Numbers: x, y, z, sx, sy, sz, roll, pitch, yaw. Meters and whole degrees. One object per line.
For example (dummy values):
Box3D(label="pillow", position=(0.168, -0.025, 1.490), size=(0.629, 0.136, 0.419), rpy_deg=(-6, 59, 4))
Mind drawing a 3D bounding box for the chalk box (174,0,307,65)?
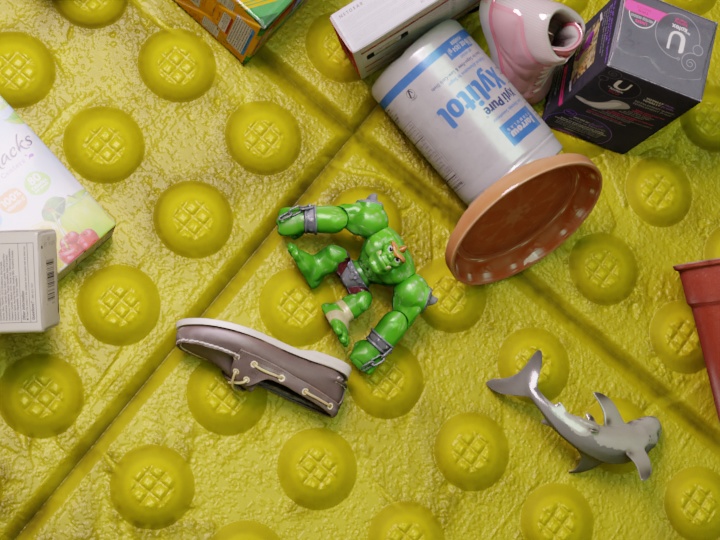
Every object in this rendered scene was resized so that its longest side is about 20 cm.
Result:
Box3D(label="chalk box", position=(-0.101, -0.358, 1.597), size=(0.124, 0.125, 0.200), rpy_deg=(43, 72, -2))

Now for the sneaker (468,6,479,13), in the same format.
Box3D(label="sneaker", position=(0.075, -0.375, 1.677), size=(0.200, 0.080, 0.086), rpy_deg=(25, 83, -3))

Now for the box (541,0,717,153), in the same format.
Box3D(label="box", position=(0.309, -0.229, 1.638), size=(0.122, 0.200, 0.106), rpy_deg=(19, 74, -11))

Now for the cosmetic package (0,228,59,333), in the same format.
Box3D(label="cosmetic package", position=(-0.410, 0.012, 1.415), size=(0.200, 0.071, 0.105), rpy_deg=(0, 94, 3))

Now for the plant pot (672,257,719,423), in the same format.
Box3D(label="plant pot", position=(0.476, 0.075, 1.629), size=(0.200, 0.201, 0.196), rpy_deg=(-7, 88, -17))

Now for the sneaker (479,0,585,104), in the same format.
Box3D(label="sneaker", position=(0.209, -0.246, 1.612), size=(0.105, 0.200, 0.075), rpy_deg=(22, 71, 30))

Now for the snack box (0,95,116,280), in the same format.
Box3D(label="snack box", position=(-0.379, -0.073, 1.493), size=(0.142, 0.053, 0.200), rpy_deg=(-42, 91, -20))

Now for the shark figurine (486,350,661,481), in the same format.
Box3D(label="shark figurine", position=(0.247, 0.190, 1.595), size=(0.214, 0.090, 0.128), rpy_deg=(24, 39, -17))

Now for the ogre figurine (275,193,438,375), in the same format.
Box3D(label="ogre figurine", position=(0.000, 0.000, 1.562), size=(0.120, 0.098, 0.200), rpy_deg=(-30, 71, -2))

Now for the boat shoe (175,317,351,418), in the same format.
Box3D(label="boat shoe", position=(-0.109, 0.105, 1.518), size=(0.200, 0.072, 0.060), rpy_deg=(19, 70, -16))

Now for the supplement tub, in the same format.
Box3D(label="supplement tub", position=(0.121, -0.175, 1.612), size=(0.132, 0.132, 0.200), rpy_deg=(-42, 90, -20))

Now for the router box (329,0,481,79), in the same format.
Box3D(label="router box", position=(0.067, -0.299, 1.569), size=(0.200, 0.179, 0.049), rpy_deg=(-32, 87, 1))

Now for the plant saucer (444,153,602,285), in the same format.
Box3D(label="plant saucer", position=(0.179, -0.060, 1.573), size=(0.200, 0.200, 0.032), rpy_deg=(-24, 61, -19))
